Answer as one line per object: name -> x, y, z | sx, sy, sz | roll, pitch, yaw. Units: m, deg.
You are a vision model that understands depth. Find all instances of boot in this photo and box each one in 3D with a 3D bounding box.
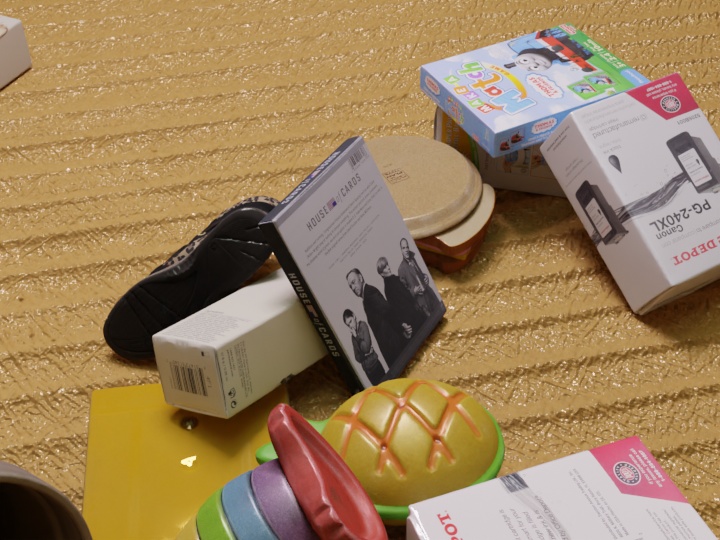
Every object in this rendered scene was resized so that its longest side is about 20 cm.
boot -> -0.153, 0.000, 1.057 | 0.200, 0.073, 0.151 | -42, 7, 12

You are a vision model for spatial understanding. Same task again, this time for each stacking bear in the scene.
stacking bear -> -0.091, 0.210, 0.761 | 0.200, 0.114, 0.121 | -37, 50, 5

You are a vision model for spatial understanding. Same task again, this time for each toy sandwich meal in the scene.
toy sandwich meal -> 0.046, -0.073, 1.163 | 0.205, 0.070, 0.205 | -4, 39, 3

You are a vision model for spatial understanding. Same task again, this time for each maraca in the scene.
maraca -> 0.016, 0.148, 0.865 | 0.200, 0.107, 0.137 | -10, 33, -3

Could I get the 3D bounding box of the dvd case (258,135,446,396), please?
dvd case -> 0.000, 0.000, 0.980 | 0.025, 0.200, 0.150 | -8, 29, 41

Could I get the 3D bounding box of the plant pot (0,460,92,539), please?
plant pot -> -0.317, 0.208, 0.756 | 0.173, 0.200, 0.200 | 16, 40, 44

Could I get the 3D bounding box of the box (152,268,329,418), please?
box -> -0.084, 0.055, 0.962 | 0.082, 0.068, 0.200 | 8, 24, 38

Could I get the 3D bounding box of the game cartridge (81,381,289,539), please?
game cartridge -> -0.141, 0.172, 0.900 | 0.176, 0.032, 0.200 | -5, 42, -5

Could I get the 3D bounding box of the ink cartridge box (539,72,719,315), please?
ink cartridge box -> 0.297, -0.077, 1.076 | 0.145, 0.083, 0.200 | -22, 76, -22

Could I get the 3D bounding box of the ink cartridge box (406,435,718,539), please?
ink cartridge box -> 0.149, 0.222, 0.790 | 0.200, 0.084, 0.145 | -14, 42, -17

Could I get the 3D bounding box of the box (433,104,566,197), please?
box -> 0.191, -0.161, 1.233 | 0.200, 0.101, 0.113 | 9, 41, 11

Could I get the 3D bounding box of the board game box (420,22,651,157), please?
board game box -> 0.188, -0.200, 1.173 | 0.200, 0.037, 0.151 | -21, 45, -20

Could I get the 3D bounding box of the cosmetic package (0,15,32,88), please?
cosmetic package -> -0.528, -0.255, 1.380 | 0.103, 0.073, 0.200 | 15, 43, 18
